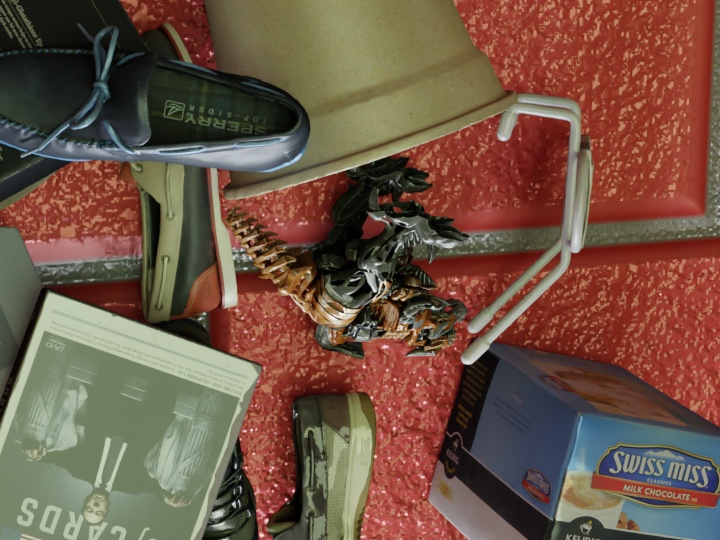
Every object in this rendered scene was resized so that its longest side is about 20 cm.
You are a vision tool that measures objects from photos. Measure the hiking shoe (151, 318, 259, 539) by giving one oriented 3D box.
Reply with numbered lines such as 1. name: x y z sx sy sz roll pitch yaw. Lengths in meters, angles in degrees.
1. hiking shoe: -0.113 0.138 1.332 0.075 0.101 0.201 -15 105 -3

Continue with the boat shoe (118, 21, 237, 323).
1. boat shoe: -0.128 -0.061 1.302 0.062 0.071 0.201 -13 111 -12

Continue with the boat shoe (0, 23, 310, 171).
1. boat shoe: -0.126 -0.103 1.136 0.199 0.069 0.085 1 81 -10

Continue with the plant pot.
1. plant pot: -0.021 -0.164 1.260 0.200 0.200 0.184 -20 97 -13

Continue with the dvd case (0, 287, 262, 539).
1. dvd case: -0.164 0.130 1.246 0.150 0.025 0.201 20 87 -17

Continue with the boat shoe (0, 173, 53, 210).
1. boat shoe: -0.265 -0.064 1.251 0.200 0.073 0.063 -32 73 -24

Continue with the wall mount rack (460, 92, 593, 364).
1. wall mount rack: 0.115 -0.029 1.338 0.074 0.200 0.175 7 99 5

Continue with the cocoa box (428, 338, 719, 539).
1. cocoa box: 0.152 0.141 1.372 0.133 0.200 0.132 11 99 -20

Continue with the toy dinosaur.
1. toy dinosaur: 0.000 0.000 1.340 0.200 0.102 0.136 8 124 -53

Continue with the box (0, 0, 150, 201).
1. box: -0.228 -0.154 1.195 0.141 0.079 0.201 -30 89 -15

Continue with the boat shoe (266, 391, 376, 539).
1. boat shoe: -0.034 0.181 1.395 0.066 0.072 0.202 7 101 -10

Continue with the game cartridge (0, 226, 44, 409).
1. game cartridge: -0.292 0.049 1.249 0.199 0.040 0.134 -20 79 -23
